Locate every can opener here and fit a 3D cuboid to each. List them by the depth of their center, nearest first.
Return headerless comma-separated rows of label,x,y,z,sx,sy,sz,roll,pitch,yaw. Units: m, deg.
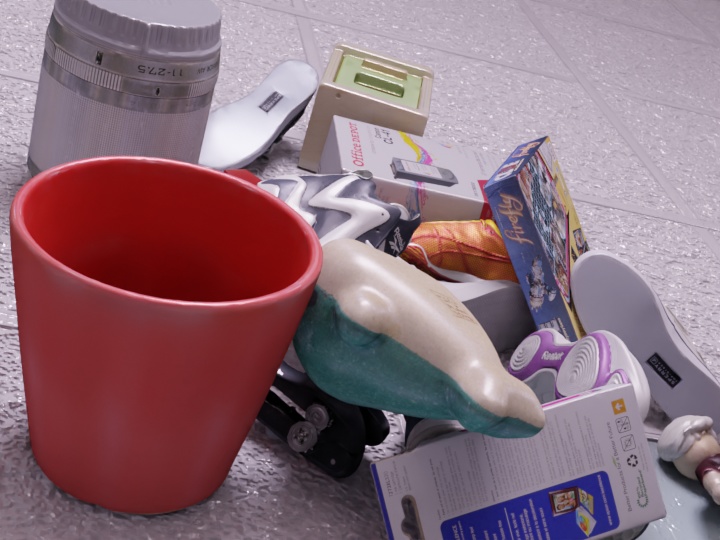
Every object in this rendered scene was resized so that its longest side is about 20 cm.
can opener,-0.072,0.083,0.892,0.198,0.064,0.079,32,5,15

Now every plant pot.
plant pot,-0.139,0.046,0.788,0.197,0.180,0.201,12,28,-7

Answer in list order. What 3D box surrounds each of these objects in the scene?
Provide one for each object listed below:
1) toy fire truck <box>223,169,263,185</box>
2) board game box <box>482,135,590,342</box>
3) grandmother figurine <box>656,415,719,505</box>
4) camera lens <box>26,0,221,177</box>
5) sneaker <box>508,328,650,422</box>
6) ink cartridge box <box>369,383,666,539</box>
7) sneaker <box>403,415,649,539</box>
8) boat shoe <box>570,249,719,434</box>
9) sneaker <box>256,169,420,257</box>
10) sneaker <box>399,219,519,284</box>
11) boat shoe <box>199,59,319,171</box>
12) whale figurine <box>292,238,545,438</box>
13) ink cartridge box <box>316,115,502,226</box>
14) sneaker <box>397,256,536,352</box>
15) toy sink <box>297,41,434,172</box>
toy fire truck,-0.111,-0.023,1.085,0.139,0.049,0.200,-4,35,-40
board game box,0.179,-0.010,1.100,0.034,0.203,0.135,-16,13,26
grandmother figurine,0.310,0.185,0.952,0.121,0.061,0.200,33,9,-41
camera lens,-0.218,-0.157,1.100,0.157,0.203,0.161,14,26,-7
sneaker,0.194,0.098,0.961,0.099,0.075,0.200,37,-3,-13
ink cartridge box,0.106,0.148,0.811,0.197,0.096,0.037,-14,-2,-16
sneaker,0.122,0.129,0.914,0.200,0.078,0.147,23,17,-13
boat shoe,0.260,0.060,1.077,0.200,0.071,0.070,47,15,-5
sneaker,0.000,0.000,0.979,0.127,0.080,0.201,-16,59,-8
sneaker,0.090,-0.019,1.155,0.197,0.078,0.073,19,-19,-14
boat shoe,-0.120,-0.156,1.307,0.073,0.068,0.200,33,53,7
whale figurine,0.031,0.062,0.808,0.199,0.105,0.158,39,11,37
ink cartridge box,0.058,-0.079,1.256,0.197,0.087,0.148,13,27,-12
sneaker,0.070,0.021,1.089,0.198,0.075,0.115,1,27,-39
toy sink,0.012,-0.190,1.403,0.128,0.114,0.201,17,27,-2
